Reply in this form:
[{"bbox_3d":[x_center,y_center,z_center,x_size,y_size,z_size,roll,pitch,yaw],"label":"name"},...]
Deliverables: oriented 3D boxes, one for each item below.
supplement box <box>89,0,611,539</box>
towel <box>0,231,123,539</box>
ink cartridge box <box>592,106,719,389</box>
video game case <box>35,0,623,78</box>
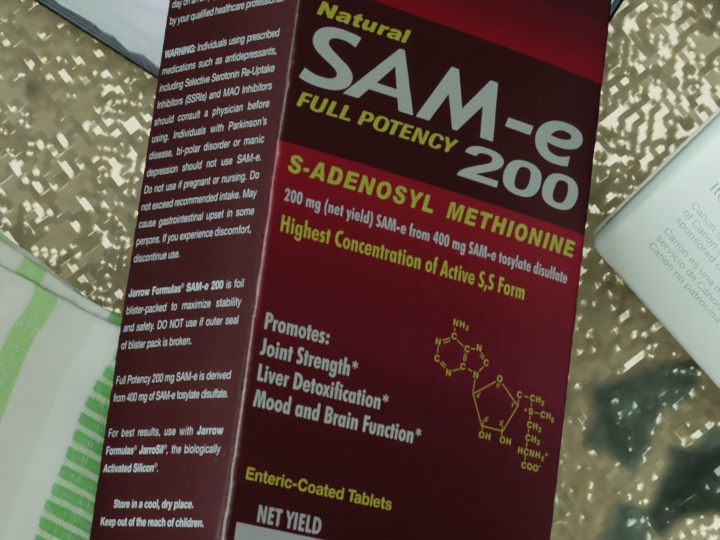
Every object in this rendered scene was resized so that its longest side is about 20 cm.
[{"bbox_3d":[0.000,0.000,0.768,0.109,0.061,0.201,15,77,-38],"label":"supplement box"},{"bbox_3d":[-0.064,0.085,0.760,0.200,0.023,0.153,32,64,-34],"label":"towel"},{"bbox_3d":[0.180,-0.023,0.752,0.147,0.083,0.200,49,129,5],"label":"ink cartridge box"},{"bbox_3d":[-0.019,-0.115,0.852,0.200,0.019,0.143,33,88,3],"label":"video game case"}]
